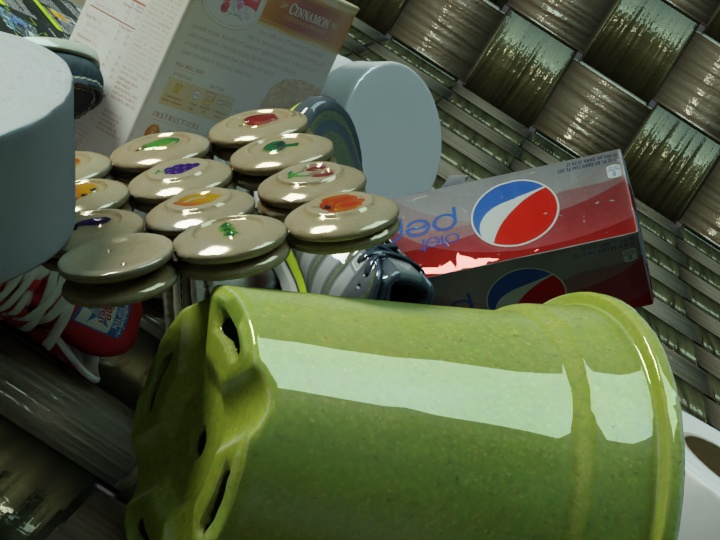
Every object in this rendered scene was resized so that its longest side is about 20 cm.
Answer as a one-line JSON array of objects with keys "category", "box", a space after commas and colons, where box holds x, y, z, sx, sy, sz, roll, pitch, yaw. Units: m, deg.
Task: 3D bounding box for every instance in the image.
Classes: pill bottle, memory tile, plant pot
[{"category": "pill bottle", "box": [-0.053, -0.079, 1.421, 0.199, 0.115, 0.114, 1, -12, 41]}, {"category": "memory tile", "box": [-0.076, -0.033, 1.015, 0.152, 0.017, 0.200, -13, 21, -13]}, {"category": "plant pot", "box": [0.006, 0.088, 0.960, 0.183, 0.201, 0.200, 14, 18, -25]}]

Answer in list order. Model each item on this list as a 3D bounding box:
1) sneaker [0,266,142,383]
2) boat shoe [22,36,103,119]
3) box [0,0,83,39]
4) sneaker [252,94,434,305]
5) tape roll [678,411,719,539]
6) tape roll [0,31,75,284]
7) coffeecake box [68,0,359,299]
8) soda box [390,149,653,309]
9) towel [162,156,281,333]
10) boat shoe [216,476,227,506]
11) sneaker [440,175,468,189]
[{"category": "sneaker", "box": [-0.166, 0.004, 1.082, 0.112, 0.072, 0.200, 31, 9, 8]}, {"category": "boat shoe", "box": [-0.212, -0.072, 1.154, 0.199, 0.075, 0.062, -13, 59, -40]}, {"category": "box", "box": [-0.250, -0.171, 1.655, 0.192, 0.048, 0.200, 20, 18, -39]}, {"category": "sneaker", "box": [0.000, 0.000, 1.174, 0.074, 0.081, 0.201, 6, 67, -44]}, {"category": "tape roll", "box": [0.238, 0.165, 1.501, 0.202, 0.071, 0.203, 31, 12, -7]}, {"category": "tape roll", "box": [-0.220, -0.051, 0.950, 0.199, 0.067, 0.200, 3, 22, -1]}, {"category": "coffeecake box", "box": [-0.105, -0.089, 1.288, 0.073, 0.201, 0.153, 30, 8, 31]}, {"category": "soda box", "box": [0.059, -0.003, 1.259, 0.064, 0.199, 0.070, 69, 11, -46]}, {"category": "towel", "box": [-0.069, 0.001, 1.202, 0.034, 0.134, 0.200, -2, 3, 10]}, {"category": "boat shoe", "box": [-0.017, 0.101, 1.092, 0.074, 0.066, 0.200, 41, 14, 34]}, {"category": "sneaker", "box": [0.035, -0.011, 1.421, 0.079, 0.130, 0.199, 8, -15, 29]}]
